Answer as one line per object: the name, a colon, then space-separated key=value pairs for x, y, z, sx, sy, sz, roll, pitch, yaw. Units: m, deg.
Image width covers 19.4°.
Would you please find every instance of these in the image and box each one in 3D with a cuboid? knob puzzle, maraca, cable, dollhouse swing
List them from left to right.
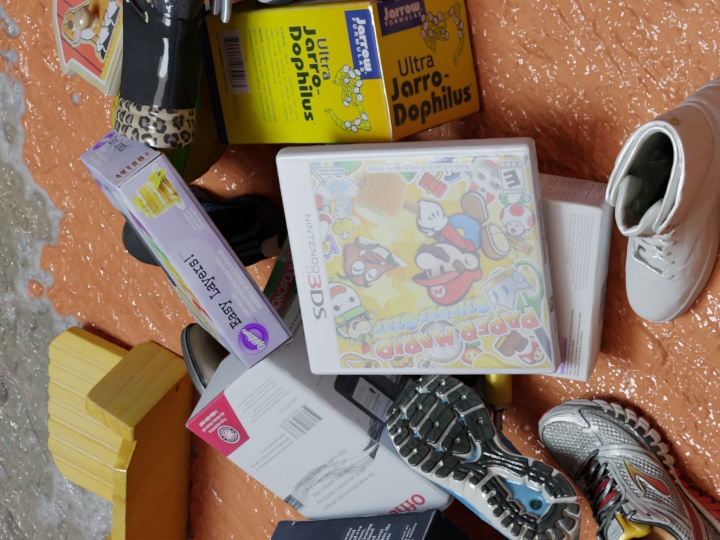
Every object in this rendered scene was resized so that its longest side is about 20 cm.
dollhouse swing: x=-0.260 y=0.178 z=2.020 sx=0.174 sy=0.182 sz=0.202 roll=15 pitch=119 yaw=17
knob puzzle: x=-0.235 y=-0.267 z=1.838 sx=0.219 sy=0.030 sz=0.222 roll=-23 pitch=62 yaw=54
maraca: x=-0.155 y=-0.147 z=1.795 sx=0.200 sy=0.106 sz=0.138 roll=119 pitch=149 yaw=-60
cable: x=0.100 y=0.024 z=1.699 sx=0.097 sy=0.050 sz=0.202 roll=33 pitch=117 yaw=52

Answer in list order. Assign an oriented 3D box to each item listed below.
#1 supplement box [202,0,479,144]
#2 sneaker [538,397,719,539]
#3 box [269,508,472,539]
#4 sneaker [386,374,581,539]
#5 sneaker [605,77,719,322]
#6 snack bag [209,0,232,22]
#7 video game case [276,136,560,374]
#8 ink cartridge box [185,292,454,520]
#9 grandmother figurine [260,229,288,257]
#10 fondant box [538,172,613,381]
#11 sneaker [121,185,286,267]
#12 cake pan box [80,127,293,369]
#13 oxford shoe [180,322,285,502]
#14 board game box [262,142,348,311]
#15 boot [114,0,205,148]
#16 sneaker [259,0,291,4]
supplement box: x=-0.019 y=-0.165 z=1.669 sx=0.199 sy=0.108 sz=0.111 roll=3 pitch=108 yaw=45
sneaker: x=0.209 y=0.175 z=1.608 sx=0.200 sy=0.082 sz=0.078 roll=43 pitch=133 yaw=25
box: x=0.035 y=0.305 z=1.745 sx=0.197 sy=0.124 sz=0.200 roll=-11 pitch=134 yaw=47
sneaker: x=0.096 y=0.164 z=1.663 sx=0.200 sy=0.078 sz=0.090 roll=43 pitch=169 yaw=31
sneaker: x=0.207 y=-0.036 z=1.498 sx=0.073 sy=0.115 sz=0.201 roll=33 pitch=129 yaw=28
snack bag: x=-0.104 y=-0.312 z=1.663 sx=0.200 sy=0.021 sz=0.190 roll=-107 pitch=22 yaw=-67
video game case: x=0.044 y=-0.008 z=1.582 sx=0.198 sy=0.023 sz=0.184 roll=-1 pitch=113 yaw=19
ink cartridge box: x=-0.023 y=0.134 z=1.760 sx=0.199 sy=0.084 sz=0.145 roll=38 pitch=139 yaw=-10
grandmother figurine: x=-0.033 y=0.010 z=1.794 sx=0.121 sy=0.061 sz=0.200 roll=31 pitch=134 yaw=-3
fondant box: x=0.089 y=-0.006 z=1.613 sx=0.198 sy=0.058 sz=0.146 roll=9 pitch=116 yaw=13
sneaker: x=-0.158 y=-0.033 z=1.882 sx=0.199 sy=0.082 sz=0.074 roll=-3 pitch=107 yaw=47
cake pan box: x=-0.144 y=-0.023 z=1.697 sx=0.185 sy=0.052 sz=0.200 roll=57 pitch=172 yaw=-19
oxford shoe: x=-0.084 y=0.110 z=1.890 sx=0.200 sy=0.072 sz=0.085 roll=47 pitch=117 yaw=17
board game box: x=0.000 y=0.000 z=1.718 sx=0.134 sy=0.029 sz=0.201 roll=28 pitch=131 yaw=2
boot: x=-0.162 y=-0.185 z=1.667 sx=0.200 sy=0.072 sz=0.152 roll=-142 pitch=56 yaw=-68
sneaker: x=-0.008 y=-0.292 z=1.634 sx=0.199 sy=0.116 sz=0.075 roll=-24 pitch=123 yaw=16
